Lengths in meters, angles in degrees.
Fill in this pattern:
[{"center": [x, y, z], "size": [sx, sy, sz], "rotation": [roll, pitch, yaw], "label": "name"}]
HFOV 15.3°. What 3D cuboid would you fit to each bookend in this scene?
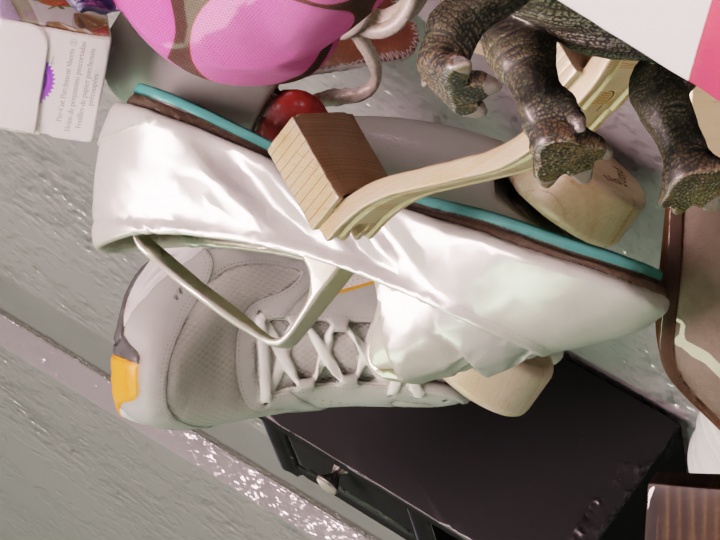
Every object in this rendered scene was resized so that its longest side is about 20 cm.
[{"center": [0.043, 0.102, 1.195], "size": [0.199, 0.092, 0.199], "rotation": [30, 158, 25], "label": "bookend"}]

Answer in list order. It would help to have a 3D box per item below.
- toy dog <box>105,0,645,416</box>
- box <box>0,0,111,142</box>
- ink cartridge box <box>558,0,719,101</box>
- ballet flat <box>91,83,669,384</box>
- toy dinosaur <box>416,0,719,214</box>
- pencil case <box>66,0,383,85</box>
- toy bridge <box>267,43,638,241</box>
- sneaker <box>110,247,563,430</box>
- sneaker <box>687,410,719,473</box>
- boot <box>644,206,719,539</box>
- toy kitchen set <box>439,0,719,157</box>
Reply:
[{"center": [0.009, -0.042, 0.953], "size": [0.200, 0.132, 0.096], "rotation": [51, -171, -13], "label": "toy dog"}, {"center": [-0.116, -0.100, 0.963], "size": [0.038, 0.042, 0.200], "rotation": [9, -158, -13], "label": "box"}, {"center": [0.067, -0.138, 0.572], "size": [0.199, 0.145, 0.084], "rotation": [34, 158, 12], "label": "ink cartridge box"}, {"center": [0.000, 0.000, 0.854], "size": [0.199, 0.070, 0.070], "rotation": [20, 154, 20], "label": "ballet flat"}, {"center": [0.050, -0.075, 0.636], "size": [0.198, 0.103, 0.077], "rotation": [-4, 144, -10], "label": "toy dinosaur"}, {"center": [-0.006, -0.133, 0.731], "size": [0.094, 0.090, 0.200], "rotation": [57, 139, 10], "label": "pencil case"}, {"center": [0.049, -0.071, 0.732], "size": [0.200, 0.027, 0.067], "rotation": [-47, 61, 35], "label": "toy bridge"}, {"center": [-0.002, 0.021, 1.004], "size": [0.092, 0.199, 0.076], "rotation": [19, 114, 41], "label": "sneaker"}, {"center": [0.200, 0.094, 0.941], "size": [0.199, 0.074, 0.116], "rotation": [33, 162, 18], "label": "sneaker"}, {"center": [0.167, 0.036, 0.860], "size": [0.145, 0.070, 0.202], "rotation": [4, 107, 12], "label": "boot"}, {"center": [0.130, 0.013, 0.787], "size": [0.162, 0.202, 0.180], "rotation": [-1, -166, -45], "label": "toy kitchen set"}]
